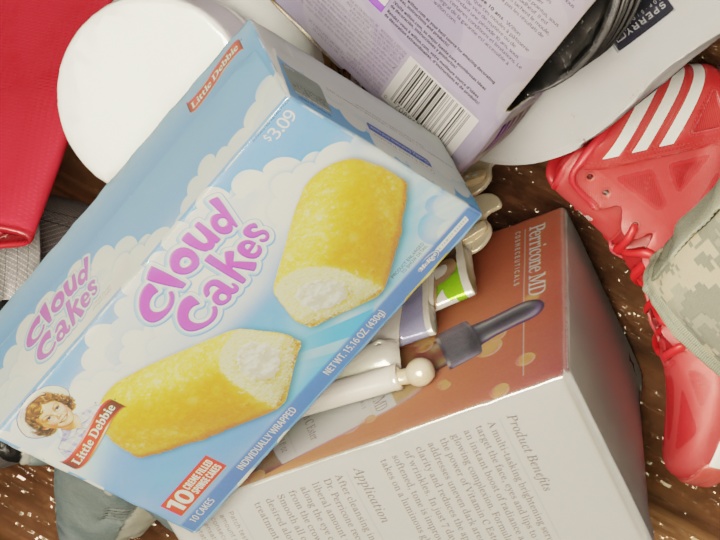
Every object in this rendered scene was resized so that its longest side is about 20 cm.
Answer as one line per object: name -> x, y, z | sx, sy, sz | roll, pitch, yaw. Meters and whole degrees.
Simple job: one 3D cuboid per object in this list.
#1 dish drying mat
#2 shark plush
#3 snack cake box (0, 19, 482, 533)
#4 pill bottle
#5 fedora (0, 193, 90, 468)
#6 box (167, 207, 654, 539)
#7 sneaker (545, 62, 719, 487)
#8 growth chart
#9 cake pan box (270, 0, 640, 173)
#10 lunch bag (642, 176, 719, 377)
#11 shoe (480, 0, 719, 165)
dish drying mat -> -0.168, -0.082, 1.237 | 0.077, 0.200, 0.018 | -5, 132, 17
shark plush -> -0.129, 0.082, 1.194 | 0.083, 0.200, 0.091 | -20, 66, 3
snack cake box -> -0.060, 0.005, 1.088 | 0.115, 0.067, 0.200 | 29, 112, -35
pill bottle -> -0.066, -0.089, 1.193 | 0.114, 0.200, 0.114 | 2, 98, 14
fedora -> -0.172, 0.035, 1.276 | 0.090, 0.177, 0.200 | 9, 121, -27
box -> 0.026, 0.079, 1.203 | 0.200, 0.152, 0.106 | -20, 117, 15
sneaker -> 0.134, -0.002, 1.200 | 0.115, 0.078, 0.200 | 8, 86, -16
growth chart -> 0.000, 0.000, 1.208 | 0.145, 0.200, 0.018 | -14, 126, 24
cake pan box -> 0.030, -0.162, 1.081 | 0.200, 0.052, 0.184 | 44, 138, 7
lunch bag -> 0.243, -0.004, 1.096 | 0.200, 0.118, 0.164 | 30, 137, -11
shoe -> 0.127, -0.116, 1.148 | 0.200, 0.091, 0.071 | -33, 90, 38
